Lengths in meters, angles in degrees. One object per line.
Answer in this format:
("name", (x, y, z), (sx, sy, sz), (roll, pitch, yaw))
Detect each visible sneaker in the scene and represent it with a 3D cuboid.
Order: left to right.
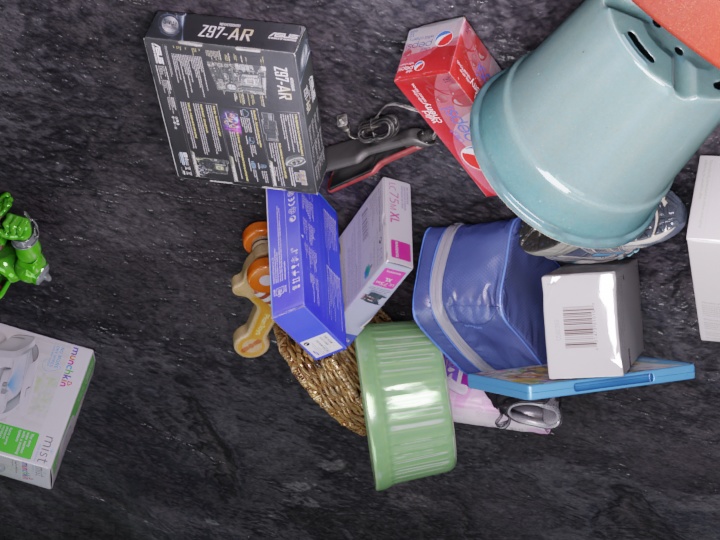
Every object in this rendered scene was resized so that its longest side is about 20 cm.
("sneaker", (0.237, 0.120, 1.841), (0.200, 0.114, 0.076), (-26, 136, 11))
("sneaker", (0.268, -0.048, 1.650), (0.086, 0.078, 0.200), (24, 160, -39))

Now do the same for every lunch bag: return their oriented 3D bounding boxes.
("lunch bag", (0.146, 0.035, 1.772), (0.132, 0.136, 0.200), (-3, 148, 31))

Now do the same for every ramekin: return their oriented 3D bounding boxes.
("ramekin", (0.052, 0.152, 1.829), (0.098, 0.200, 0.200), (-8, 150, -1))

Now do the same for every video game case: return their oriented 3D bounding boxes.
("video game case", (0.235, 0.113, 1.672), (0.200, 0.018, 0.143), (-5, -177, -22))

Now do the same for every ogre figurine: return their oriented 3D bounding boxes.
("ogre figurine", (-0.476, -0.032, 1.998), (0.200, 0.098, 0.120), (-11, 132, 21))

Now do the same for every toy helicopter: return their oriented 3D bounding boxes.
("toy helicopter", (-0.100, 0.036, 1.913), (0.132, 0.079, 0.200), (10, 133, -21))

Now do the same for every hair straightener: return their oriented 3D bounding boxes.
("hair straightener", (0.006, -0.132, 1.637), (0.077, 0.041, 0.200), (34, 152, -30))

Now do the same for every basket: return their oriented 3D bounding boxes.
("basket", (-0.028, 0.130, 2.016), (0.149, 0.143, 0.200), (-8, 143, 35))

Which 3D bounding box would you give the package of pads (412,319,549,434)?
("package of pads", (0.149, 0.133, 1.958), (0.200, 0.121, 0.076), (6, 152, 17))

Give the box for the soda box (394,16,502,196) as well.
("soda box", (0.112, -0.155, 1.520), (0.063, 0.070, 0.200), (-4, 146, 34))

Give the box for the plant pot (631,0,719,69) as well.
("plant pot", (0.256, -0.291, 1.104), (0.176, 0.200, 0.200), (25, 151, 5))

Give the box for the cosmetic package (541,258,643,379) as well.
("cosmetic package", (0.251, 0.048, 1.669), (0.081, 0.113, 0.200), (-3, -175, 18))

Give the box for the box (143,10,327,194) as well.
("box", (-0.125, -0.169, 1.602), (0.160, 0.044, 0.200), (7, 140, 14))

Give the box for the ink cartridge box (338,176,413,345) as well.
("ink cartridge box", (0.000, 0.000, 1.759), (0.042, 0.119, 0.200), (16, 141, -22))

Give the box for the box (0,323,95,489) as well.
("box", (-0.508, 0.199, 2.310), (0.176, 0.200, 0.097), (17, 151, -1))

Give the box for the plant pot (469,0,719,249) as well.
("plant pot", (0.227, -0.154, 1.361), (0.200, 0.200, 0.196), (22, 143, -13))

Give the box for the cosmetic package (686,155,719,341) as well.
("cosmetic package", (0.388, -0.018, 1.593), (0.085, 0.108, 0.200), (4, 148, 21))

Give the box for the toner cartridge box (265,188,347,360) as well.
("toner cartridge box", (-0.061, -0.009, 1.725), (0.043, 0.200, 0.095), (-21, 138, 19))
